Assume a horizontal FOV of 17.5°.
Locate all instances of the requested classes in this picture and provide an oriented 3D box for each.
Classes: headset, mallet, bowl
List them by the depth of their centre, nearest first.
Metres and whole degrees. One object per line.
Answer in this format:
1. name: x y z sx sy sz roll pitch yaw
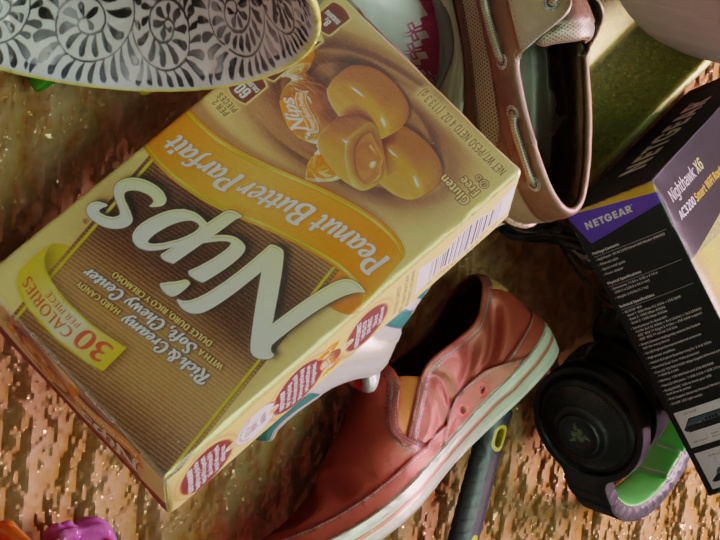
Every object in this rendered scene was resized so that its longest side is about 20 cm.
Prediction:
1. bowl: -0.107 -0.146 0.866 0.201 0.200 0.094 24 68 -44
2. mallet: 0.050 0.167 1.177 0.066 0.041 0.200 21 87 -45
3. headset: 0.129 0.044 1.221 0.124 0.094 0.200 -55 146 -26

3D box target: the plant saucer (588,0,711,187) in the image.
1. plant saucer: 0.108 -0.166 1.149 0.200 0.048 0.200 -44 127 -27

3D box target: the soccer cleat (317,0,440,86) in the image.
1. soccer cleat: -0.018 -0.139 1.035 0.086 0.070 0.200 -37 128 -5

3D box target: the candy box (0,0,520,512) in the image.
1. candy box: -0.044 -0.010 0.972 0.200 0.115 0.055 -41 165 -17

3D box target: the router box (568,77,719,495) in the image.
1. router box: 0.192 -0.002 1.182 0.157 0.052 0.200 61 33 -9

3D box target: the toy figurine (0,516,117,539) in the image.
1. toy figurine: -0.135 0.167 0.975 0.184 0.150 0.200 -22 91 -52

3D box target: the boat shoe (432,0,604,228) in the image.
1. boat shoe: 0.074 -0.116 1.020 0.076 0.072 0.201 -17 109 -46

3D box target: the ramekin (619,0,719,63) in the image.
1. ramekin: 0.203 -0.190 1.132 0.200 0.098 0.201 -13 110 -41

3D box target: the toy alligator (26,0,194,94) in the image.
1. toy alligator: -0.050 -0.130 0.962 0.059 0.200 0.054 59 12 1

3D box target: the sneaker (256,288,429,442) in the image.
1. sneaker: 0.000 0.000 1.084 0.200 0.070 0.094 -40 138 -30

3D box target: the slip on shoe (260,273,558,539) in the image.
1. slip on shoe: 0.013 0.076 1.113 0.200 0.074 0.061 -44 104 -26
